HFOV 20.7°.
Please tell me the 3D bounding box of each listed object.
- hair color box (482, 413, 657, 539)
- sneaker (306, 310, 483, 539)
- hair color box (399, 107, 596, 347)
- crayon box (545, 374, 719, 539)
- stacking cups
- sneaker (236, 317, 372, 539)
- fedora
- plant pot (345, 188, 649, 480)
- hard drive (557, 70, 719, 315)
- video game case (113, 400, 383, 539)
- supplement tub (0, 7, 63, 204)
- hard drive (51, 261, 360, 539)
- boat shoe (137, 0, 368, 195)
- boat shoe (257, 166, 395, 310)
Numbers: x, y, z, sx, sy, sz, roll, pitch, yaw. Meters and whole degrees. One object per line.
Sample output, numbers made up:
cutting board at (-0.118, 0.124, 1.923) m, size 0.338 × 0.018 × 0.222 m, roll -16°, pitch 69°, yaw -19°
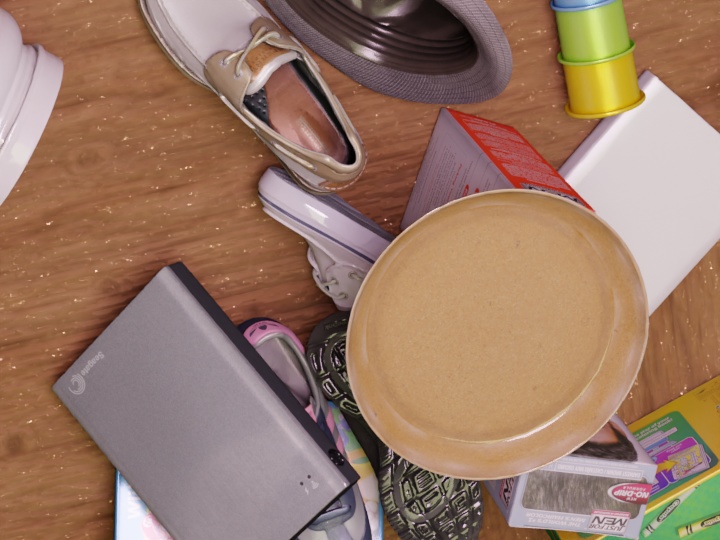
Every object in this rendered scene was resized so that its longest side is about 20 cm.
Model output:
hair color box at (0.131, 0.119, 1.430) m, size 0.099 × 0.200 × 0.061 m, roll 7°, pitch 109°, yaw -16°
sneaker at (0.030, 0.116, 1.434) m, size 0.076 × 0.091 × 0.201 m, roll -26°, pitch 92°, yaw 1°
hair color box at (0.090, -0.034, 1.362) m, size 0.061 × 0.200 × 0.102 m, roll 14°, pitch 107°, yaw -17°
crayon box at (0.238, 0.164, 1.517) m, size 0.200 × 0.119 × 0.058 m, roll -29°, pitch 114°, yaw 0°
stacking cups at (0.157, -0.211, 1.394) m, size 0.060 × 0.061 × 0.201 m, roll -15°, pitch 108°, yaw -7°
sneaker at (-0.045, 0.129, 1.421) m, size 0.070 × 0.082 × 0.201 m, roll -25°, pitch 90°, yaw -12°
fedora at (0.024, -0.201, 1.328) m, size 0.200 × 0.176 × 0.091 m, roll 37°, pitch 65°, yaw -42°
plant pot at (0.086, 0.039, 1.265) m, size 0.199 × 0.027 × 0.201 m, roll -4°, pitch 112°, yaw -10°
hard drive at (0.195, -0.033, 1.482) m, size 0.132 × 0.027 × 0.200 m, roll 38°, pitch 99°, yaw -22°
video game case at (-0.082, 0.167, 1.462) m, size 0.199 × 0.018 × 0.144 m, roll 2°, pitch 84°, yaw -10°
supplement tub at (-0.307, -0.128, 1.265) m, size 0.200 × 0.145 × 0.145 m, roll 27°, pitch 103°, yaw -20°
hard drive at (-0.111, 0.113, 1.394) m, size 0.140 × 0.033 × 0.200 m, roll -45°, pitch 80°, yaw 25°
boat shoe at (-0.067, -0.137, 1.334) m, size 0.200 × 0.068 × 0.075 m, roll 45°, pitch 77°, yaw -7°
boat shoe at (0.000, 0.000, 1.423) m, size 0.200 × 0.074 × 0.067 m, roll 31°, pitch 99°, yaw -22°
